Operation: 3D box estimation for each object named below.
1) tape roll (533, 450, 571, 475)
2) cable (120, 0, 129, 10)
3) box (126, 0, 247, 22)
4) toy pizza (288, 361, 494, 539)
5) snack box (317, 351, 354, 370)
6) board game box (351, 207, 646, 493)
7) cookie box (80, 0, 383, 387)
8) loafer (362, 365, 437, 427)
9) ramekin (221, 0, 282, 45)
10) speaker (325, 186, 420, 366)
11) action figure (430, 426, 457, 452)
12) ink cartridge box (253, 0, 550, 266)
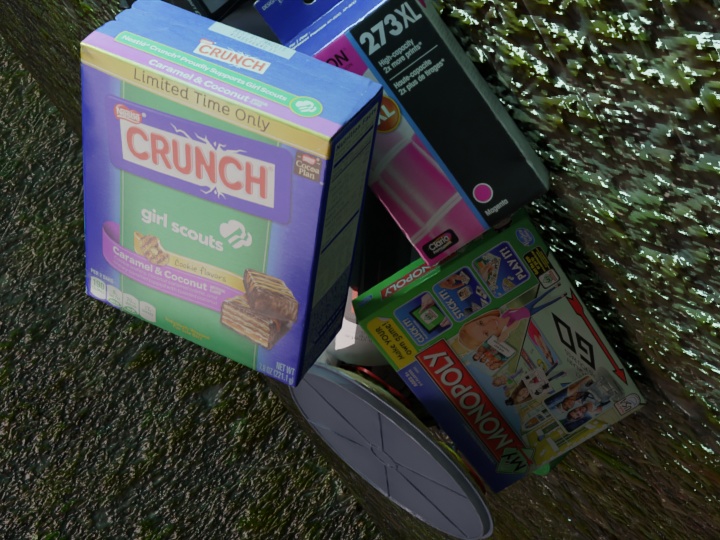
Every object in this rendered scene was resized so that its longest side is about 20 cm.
[{"bbox_3d":[0.123,0.101,1.169,0.201,0.048,0.201,47,168,13],"label":"tape roll"},{"bbox_3d":[-0.142,-0.190,1.035,0.199,0.165,0.050,22,-167,39],"label":"cable"},{"bbox_3d":[-0.126,-0.252,0.851,0.123,0.106,0.200,57,167,-27],"label":"box"},{"bbox_3d":[0.026,0.132,0.952,0.199,0.032,0.201,36,159,16],"label":"toy pizza"},{"bbox_3d":[0.000,0.000,1.002,0.024,0.202,0.072,8,-153,-25],"label":"snack box"},{"bbox_3d":[0.101,0.059,0.871,0.200,0.134,0.029,51,-169,-33],"label":"board game box"},{"bbox_3d":[-0.088,-0.047,0.787,0.169,0.075,0.202,22,132,14],"label":"cookie box"},{"bbox_3d":[0.024,0.076,1.008,0.063,0.072,0.200,49,167,-18],"label":"loafer"},{"bbox_3d":[-0.085,-0.110,0.915,0.203,0.202,0.094,53,164,-19],"label":"ramekin"},{"bbox_3d":[0.010,-0.034,0.881,0.081,0.080,0.202,38,135,42],"label":"speaker"},{"bbox_3d":[0.083,0.160,1.374,0.118,0.102,0.202,25,-137,-29],"label":"action figure"},{"bbox_3d":[0.025,-0.108,0.770,0.201,0.094,0.037,53,-158,-11],"label":"ink cartridge box"}]
